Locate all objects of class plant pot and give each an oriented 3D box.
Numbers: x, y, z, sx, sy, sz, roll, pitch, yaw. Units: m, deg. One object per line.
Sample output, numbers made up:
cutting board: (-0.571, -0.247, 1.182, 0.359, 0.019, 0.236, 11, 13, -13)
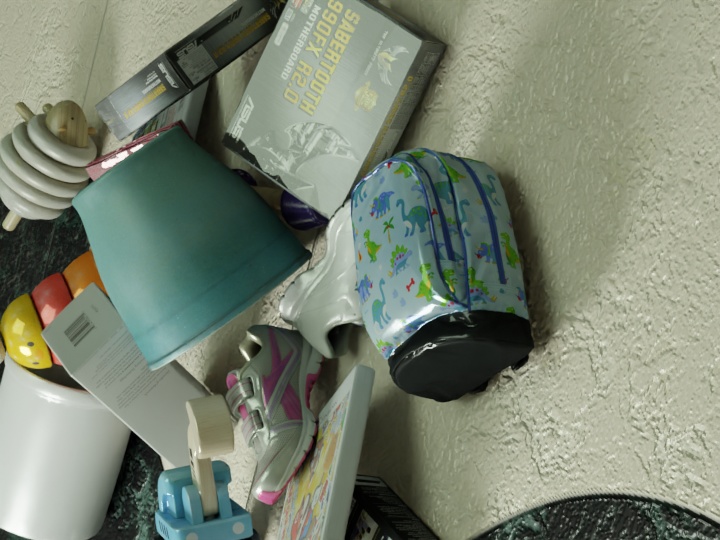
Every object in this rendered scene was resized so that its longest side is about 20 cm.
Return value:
plant pot: (-0.182, -0.034, 1.730, 0.188, 0.200, 0.200, 55, 141, -5)

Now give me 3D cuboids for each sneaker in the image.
sneaker: (0.000, 0.000, 1.663, 0.087, 0.074, 0.200, 50, 128, 28)
sneaker: (-0.093, 0.136, 1.690, 0.081, 0.088, 0.200, 121, 160, -47)

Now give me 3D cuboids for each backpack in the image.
backpack: (0.067, -0.009, 1.500, 0.163, 0.154, 0.200, -36, 41, 56)

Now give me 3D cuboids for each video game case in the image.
video game case: (-0.041, 0.211, 1.608, 0.182, 0.023, 0.200, 125, 160, -54)
video game case: (-0.238, -0.128, 2.028, 0.182, 0.022, 0.200, -42, 31, 44)

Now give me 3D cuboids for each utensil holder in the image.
utensil holder: (-0.358, 0.199, 2.057, 0.170, 0.170, 0.200, 38, 117, 53)

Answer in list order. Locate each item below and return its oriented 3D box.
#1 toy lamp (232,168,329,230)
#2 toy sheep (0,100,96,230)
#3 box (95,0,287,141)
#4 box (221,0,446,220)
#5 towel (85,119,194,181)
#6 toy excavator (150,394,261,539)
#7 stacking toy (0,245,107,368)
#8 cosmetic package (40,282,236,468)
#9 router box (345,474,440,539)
toy lamp: (-0.085, -0.075, 1.807, 0.200, 0.058, 0.058, 16, 96, 58)
toy sheep: (-0.416, -0.136, 2.258, 0.200, 0.138, 0.138, -58, 39, 25)
box: (-0.170, -0.229, 1.848, 0.048, 0.200, 0.158, 54, 141, -7)
box: (-0.029, -0.170, 1.677, 0.158, 0.048, 0.200, 37, 110, 26)
towel: (-0.196, -0.052, 1.857, 0.144, 0.023, 0.200, -21, 106, 36)
toy excavator: (-0.159, 0.217, 1.723, 0.194, 0.100, 0.200, -172, 72, -73)
stacking toy: (-0.356, 0.067, 1.964, 0.146, 0.200, 0.146, 159, 90, -78)
cosmetic package: (-0.237, 0.118, 1.850, 0.085, 0.200, 0.108, -45, 39, -3)
router box: (-0.001, 0.309, 1.585, 0.149, 0.051, 0.200, 42, 115, 52)
